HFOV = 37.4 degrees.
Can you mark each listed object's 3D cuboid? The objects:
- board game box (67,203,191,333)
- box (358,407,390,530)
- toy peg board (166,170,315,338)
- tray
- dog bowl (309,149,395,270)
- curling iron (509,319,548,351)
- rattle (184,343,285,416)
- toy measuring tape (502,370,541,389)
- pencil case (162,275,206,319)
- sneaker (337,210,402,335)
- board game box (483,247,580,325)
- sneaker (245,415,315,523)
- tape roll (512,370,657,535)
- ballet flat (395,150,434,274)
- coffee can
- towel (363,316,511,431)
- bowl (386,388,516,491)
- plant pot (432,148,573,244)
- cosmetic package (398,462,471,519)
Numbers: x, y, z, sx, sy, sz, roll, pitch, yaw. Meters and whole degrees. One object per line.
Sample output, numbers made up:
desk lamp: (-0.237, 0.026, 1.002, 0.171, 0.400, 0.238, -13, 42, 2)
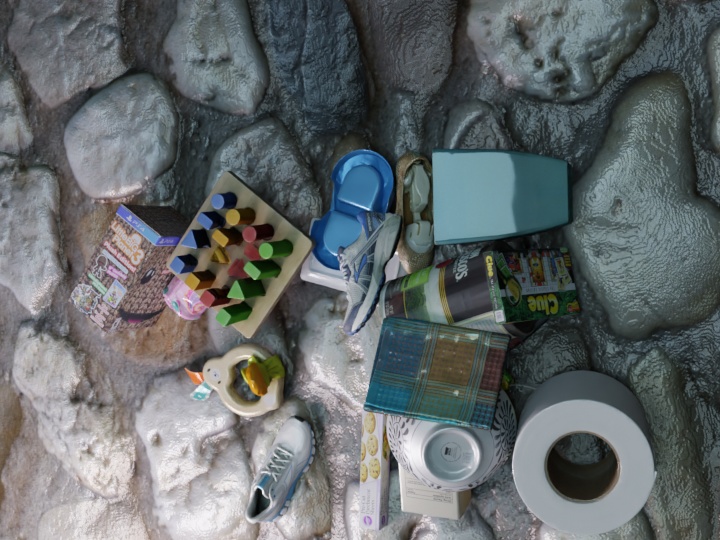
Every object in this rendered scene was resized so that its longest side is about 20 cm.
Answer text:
board game box: (-0.386, -0.005, 1.854, 0.096, 0.159, 0.201, 37, 105, 16)
box: (0.024, 0.323, 1.758, 0.041, 0.039, 0.203, 4, 93, 23)
toy peg board: (-0.214, -0.024, 1.729, 0.199, 0.098, 0.201, 39, 105, 13)
tray: (-0.007, -0.015, 1.771, 0.198, 0.022, 0.109, 15, 96, 21)
dog bowl: (-0.007, -0.095, 1.739, 0.110, 0.049, 0.203, 20, 90, 22)
curling iron: (0.241, 0.111, 1.625, 0.199, 0.026, 0.049, -39, 33, -15)
rattle: (-0.237, 0.196, 1.813, 0.197, 0.143, 0.132, 4, 112, 16)
toy measuring tape: (0.225, 0.149, 1.656, 0.197, 0.073, 0.075, -1, 91, 21)
pencil case: (-0.263, -0.013, 1.842, 0.087, 0.087, 0.201, 41, 107, 16)
sneaker: (0.000, 0.000, 1.669, 0.084, 0.077, 0.203, 18, 85, 7)
board game box: (0.255, 0.021, 1.569, 0.023, 0.198, 0.106, -12, 84, 43)
sneaker: (-0.140, 0.343, 1.802, 0.074, 0.086, 0.202, 23, 99, 21)
tape roll: (0.325, 0.263, 1.557, 0.200, 0.139, 0.206, 2, 102, 11)
ballet flat: (0.089, -0.091, 1.699, 0.069, 0.065, 0.203, -7, 90, -17)
coffee can: (0.149, 0.055, 1.630, 0.198, 0.146, 0.148, -20, 84, 28)
towel: (0.108, 0.146, 1.536, 0.197, 0.022, 0.149, 7, 71, 23)
bowl: (0.134, 0.252, 1.565, 0.197, 0.094, 0.204, 1, 108, 5)
plant pot: (0.220, -0.112, 1.616, 0.197, 0.141, 0.144, -1, 91, 16)
cosmetic package: (0.115, 0.280, 1.674, 0.104, 0.071, 0.203, 5, 109, 23)
